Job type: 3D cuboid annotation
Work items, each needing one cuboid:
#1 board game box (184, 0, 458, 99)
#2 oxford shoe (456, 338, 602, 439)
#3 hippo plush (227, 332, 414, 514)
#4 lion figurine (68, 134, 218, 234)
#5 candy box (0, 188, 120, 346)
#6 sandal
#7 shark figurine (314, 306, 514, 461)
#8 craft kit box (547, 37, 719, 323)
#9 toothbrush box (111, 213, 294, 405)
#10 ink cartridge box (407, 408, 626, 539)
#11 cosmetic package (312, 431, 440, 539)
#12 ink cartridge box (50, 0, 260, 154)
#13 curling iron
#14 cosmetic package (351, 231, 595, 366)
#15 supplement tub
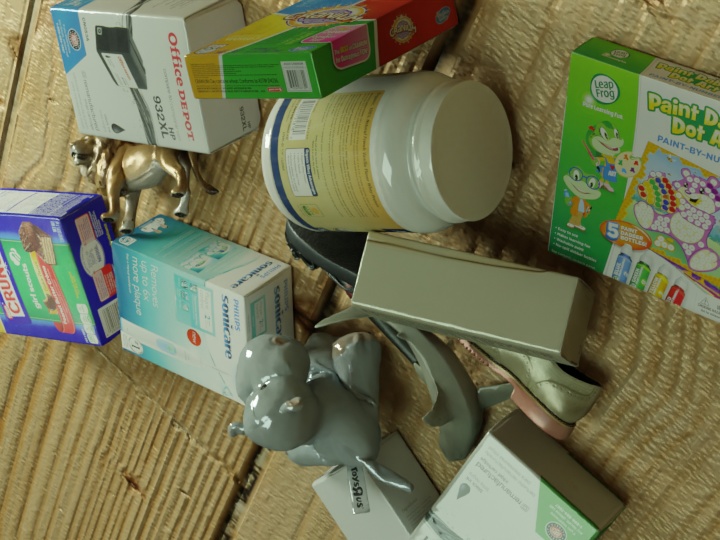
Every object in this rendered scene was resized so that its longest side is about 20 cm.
[{"bbox_3d":[-0.032,-0.202,1.350,0.152,0.200,0.041,5,118,39],"label":"board game box"},{"bbox_3d":[0.148,0.064,1.463,0.200,0.071,0.074,46,111,11],"label":"oxford shoe"},{"bbox_3d":[-0.069,0.149,1.579,0.159,0.160,0.202,-31,59,40],"label":"hippo plush"},{"bbox_3d":[-0.231,-0.116,1.680,0.198,0.072,0.124,-11,67,30],"label":"lion figurine"},{"bbox_3d":[-0.378,-0.006,1.871,0.199,0.077,0.170,5,118,41],"label":"candy box"},{"bbox_3d":[0.000,0.001,1.535,0.200,0.076,0.043,38,135,18],"label":"sandal"},{"bbox_3d":[0.063,0.108,1.522,0.128,0.090,0.215,-25,109,43],"label":"shark figurine"},{"bbox_3d":[0.259,-0.072,1.285,0.199,0.048,0.199,24,126,30],"label":"craft kit box"},{"bbox_3d":[-0.173,0.043,1.711,0.199,0.085,0.148,21,127,30],"label":"toothbrush box"},{"bbox_3d":[0.141,0.264,1.525,0.146,0.083,0.201,40,118,14],"label":"ink cartridge box"},{"bbox_3d":[0.047,0.284,1.671,0.101,0.074,0.201,-32,90,47],"label":"cosmetic package"},{"bbox_3d":[-0.212,-0.210,1.591,0.199,0.084,0.146,12,121,37],"label":"ink cartridge box"},{"bbox_3d":[-0.003,0.024,1.593,0.200,0.026,0.050,44,157,6],"label":"curling iron"},{"bbox_3d":[0.103,0.026,1.395,0.198,0.103,0.074,12,84,18],"label":"cosmetic package"},{"bbox_3d":[0.024,-0.107,1.398,0.199,0.144,0.146,3,117,41],"label":"supplement tub"}]
